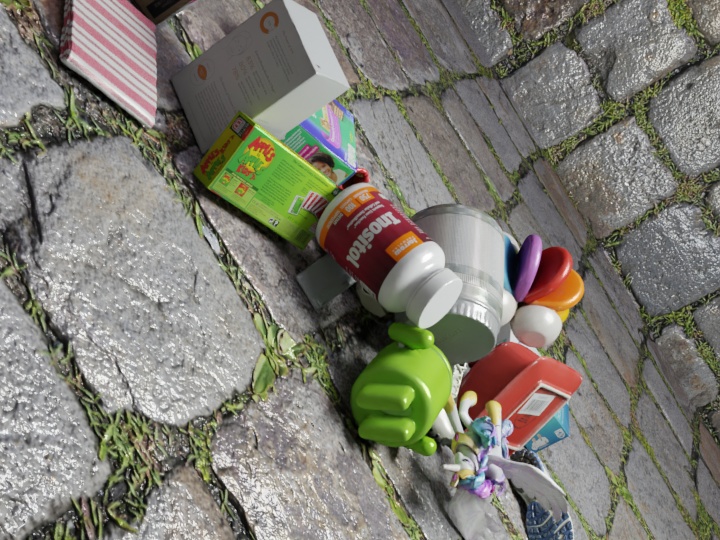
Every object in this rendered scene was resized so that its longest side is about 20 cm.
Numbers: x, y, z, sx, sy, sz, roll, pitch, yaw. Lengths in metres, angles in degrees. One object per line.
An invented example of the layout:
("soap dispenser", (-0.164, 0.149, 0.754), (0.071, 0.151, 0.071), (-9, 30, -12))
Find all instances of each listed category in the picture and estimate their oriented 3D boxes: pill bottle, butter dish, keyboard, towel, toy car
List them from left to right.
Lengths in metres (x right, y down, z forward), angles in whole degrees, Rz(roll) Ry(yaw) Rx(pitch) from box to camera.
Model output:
("towel", (-0.311, -0.280, 1.299), (0.146, 0.030, 0.201), (38, 32, -43))
("keyboard", (-0.016, -0.012, 1.506), (0.200, 0.011, 0.057), (-37, 92, -43))
("pill bottle", (0.041, -0.018, 1.426), (0.200, 0.113, 0.113), (43, 15, 24))
("butter dish", (0.229, 0.186, 1.692), (0.199, 0.200, 0.148), (26, 21, -53))
("toy car", (0.264, 0.010, 1.682), (0.198, 0.150, 0.176), (22, 49, -10))

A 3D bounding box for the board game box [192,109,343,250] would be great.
("board game box", (-0.117, -0.116, 1.394), (0.200, 0.102, 0.048), (34, 6, -47))

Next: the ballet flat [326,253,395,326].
("ballet flat", (0.000, 0.000, 1.560), (0.200, 0.074, 0.074), (52, 23, -15))

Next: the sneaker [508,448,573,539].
("sneaker", (0.310, 0.392, 1.724), (0.085, 0.077, 0.201), (37, 31, -51))

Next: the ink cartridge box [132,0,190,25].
("ink cartridge box", (-0.224, -0.438, 1.498), (0.075, 0.164, 0.200), (55, 23, -15))

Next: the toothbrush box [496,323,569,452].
("toothbrush box", (0.293, 0.206, 1.908), (0.201, 0.085, 0.147), (52, 23, -13))

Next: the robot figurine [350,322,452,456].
("robot figurine", (0.057, 0.161, 1.407), (0.200, 0.114, 0.177), (-37, 125, -67))

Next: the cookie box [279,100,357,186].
("cookie box", (-0.101, -0.232, 1.587), (0.199, 0.075, 0.172), (37, 28, -27))

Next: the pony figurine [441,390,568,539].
("pony figurine", (0.174, 0.272, 1.463), (0.193, 0.166, 0.201), (45, 25, -23))

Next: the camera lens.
("camera lens", (0.132, 0.016, 1.549), (0.160, 0.159, 0.202), (40, 44, -39))

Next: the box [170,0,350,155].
("box", (-0.135, -0.251, 1.406), (0.097, 0.199, 0.125), (7, 56, -63))

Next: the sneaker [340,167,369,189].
("sneaker", (-0.022, -0.140, 1.664), (0.077, 0.084, 0.201), (47, 25, -28))

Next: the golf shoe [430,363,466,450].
("golf shoe", (0.120, 0.167, 1.580), (0.077, 0.088, 0.202), (30, 37, -53))
